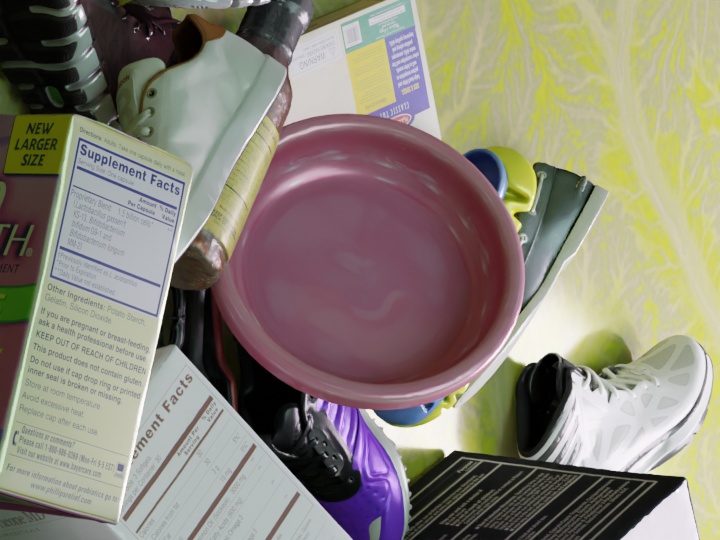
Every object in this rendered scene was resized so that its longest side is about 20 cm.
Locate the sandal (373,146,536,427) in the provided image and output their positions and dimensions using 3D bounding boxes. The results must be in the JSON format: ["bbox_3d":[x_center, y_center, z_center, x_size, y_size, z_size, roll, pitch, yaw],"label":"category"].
[{"bbox_3d":[0.043,0.004,1.861,0.087,0.079,0.201,21,84,-47],"label":"sandal"}]

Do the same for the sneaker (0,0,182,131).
[{"bbox_3d":[-0.158,-0.149,1.645,0.116,0.075,0.201,-54,139,-39],"label":"sneaker"}]

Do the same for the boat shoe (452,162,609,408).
[{"bbox_3d":[0.100,0.008,1.965,0.062,0.073,0.200,34,67,3],"label":"boat shoe"}]

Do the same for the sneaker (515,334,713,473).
[{"bbox_3d":[0.183,0.089,2.036,0.201,0.075,0.116,-48,127,-33],"label":"sneaker"}]

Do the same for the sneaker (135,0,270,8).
[{"bbox_3d":[-0.059,-0.220,1.654,0.199,0.077,0.113,-21,113,-41],"label":"sneaker"}]

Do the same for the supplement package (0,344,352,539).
[{"bbox_3d":[-0.107,0.159,1.638,0.200,0.117,0.117,49,54,-19],"label":"supplement package"}]

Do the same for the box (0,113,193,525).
[{"bbox_3d":[-0.202,0.024,1.513,0.097,0.175,0.201,23,75,-47],"label":"box"}]

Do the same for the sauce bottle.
[{"bbox_3d":[-0.080,-0.086,1.696,0.066,0.066,0.201,47,51,-39],"label":"sauce bottle"}]

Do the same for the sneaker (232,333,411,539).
[{"bbox_3d":[-0.035,0.103,1.778,0.099,0.069,0.201,-39,112,-57],"label":"sneaker"}]

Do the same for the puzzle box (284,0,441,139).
[{"bbox_3d":[-0.022,-0.094,1.829,0.200,0.025,0.134,-27,111,-45],"label":"puzzle box"}]

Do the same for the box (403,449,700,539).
[{"bbox_3d":[0.095,0.222,1.848,0.200,0.198,0.124,-35,120,-42],"label":"box"}]

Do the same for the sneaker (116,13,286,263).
[{"bbox_3d":[-0.118,-0.063,1.595,0.085,0.073,0.200,36,51,-13],"label":"sneaker"}]

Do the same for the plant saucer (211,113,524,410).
[{"bbox_3d":[0.000,0.000,1.734,0.199,0.051,0.201,7,60,-12],"label":"plant saucer"}]

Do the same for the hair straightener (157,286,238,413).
[{"bbox_3d":[-0.108,0.051,1.724,0.077,0.041,0.201,-6,99,-49],"label":"hair straightener"}]
